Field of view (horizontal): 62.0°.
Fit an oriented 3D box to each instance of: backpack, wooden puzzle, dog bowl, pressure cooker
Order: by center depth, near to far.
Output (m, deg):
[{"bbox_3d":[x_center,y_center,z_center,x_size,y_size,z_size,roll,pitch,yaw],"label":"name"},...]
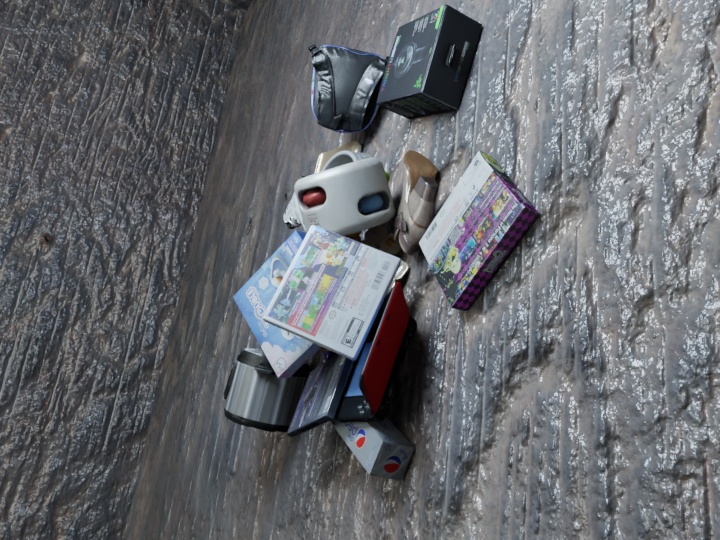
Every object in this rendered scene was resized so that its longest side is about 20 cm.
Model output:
[{"bbox_3d":[-0.214,0.260,1.401,0.175,0.178,0.201,9,83,50],"label":"pressure cooker"},{"bbox_3d":[-0.040,-0.191,1.419,0.200,0.058,0.201,-25,57,46],"label":"dog bowl"},{"bbox_3d":[-0.035,-0.429,1.451,0.154,0.199,0.192,-37,-41,-82],"label":"backpack"},{"bbox_3d":[-0.069,-0.233,1.565,0.200,0.037,0.186,3,78,58],"label":"wooden puzzle"}]

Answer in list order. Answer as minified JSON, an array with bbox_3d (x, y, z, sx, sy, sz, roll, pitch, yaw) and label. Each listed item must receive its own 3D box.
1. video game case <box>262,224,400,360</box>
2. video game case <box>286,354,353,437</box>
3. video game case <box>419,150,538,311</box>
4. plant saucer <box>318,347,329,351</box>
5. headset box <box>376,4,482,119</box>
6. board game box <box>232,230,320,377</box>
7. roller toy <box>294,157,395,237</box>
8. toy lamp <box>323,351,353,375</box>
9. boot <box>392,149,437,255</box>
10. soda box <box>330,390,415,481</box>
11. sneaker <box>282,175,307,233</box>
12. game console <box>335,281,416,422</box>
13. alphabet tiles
[{"bbox_3d":[-0.049,0.035,1.062,0.023,0.181,0.201,77,-143,-67],"label":"video game case"},{"bbox_3d":[-0.076,0.235,1.149,0.200,0.019,0.143,-42,23,54],"label":"video game case"},{"bbox_3d":[0.181,-0.066,0.973,0.200,0.036,0.182,-59,30,27],"label":"video game case"},{"bbox_3d":[-0.043,0.057,1.150,0.200,0.032,0.201,-15,65,35],"label":"plant saucer"},{"bbox_3d":[0.137,-0.409,1.199,0.200,0.092,0.175,19,92,63],"label":"headset box"},{"bbox_3d":[-0.129,0.064,1.142,0.199,0.043,0.200,-45,64,19],"label":"board game box"},{"bbox_3d":[-0.031,-0.133,1.185,0.182,0.199,0.141,-70,-35,-81],"label":"roller toy"},{"bbox_3d":[-0.024,0.194,1.197,0.200,0.058,0.059,24,96,63],"label":"toy lamp"},{"bbox_3d":[0.097,-0.129,1.150,0.200,0.070,0.147,-95,21,-58],"label":"boot"},{"bbox_3d":[0.015,0.285,1.055,0.200,0.068,0.064,32,101,62],"label":"soda box"},{"bbox_3d":[-0.128,-0.121,1.413,0.116,0.075,0.201,-58,30,34],"label":"sneaker"},{"bbox_3d":[0.012,0.141,1.023,0.172,0.119,0.201,-17,40,46],"label":"game console"},{"bbox_3d":[0.000,0.000,1.201,0.195,0.015,0.200,31,80,41],"label":"alphabet tiles"}]
